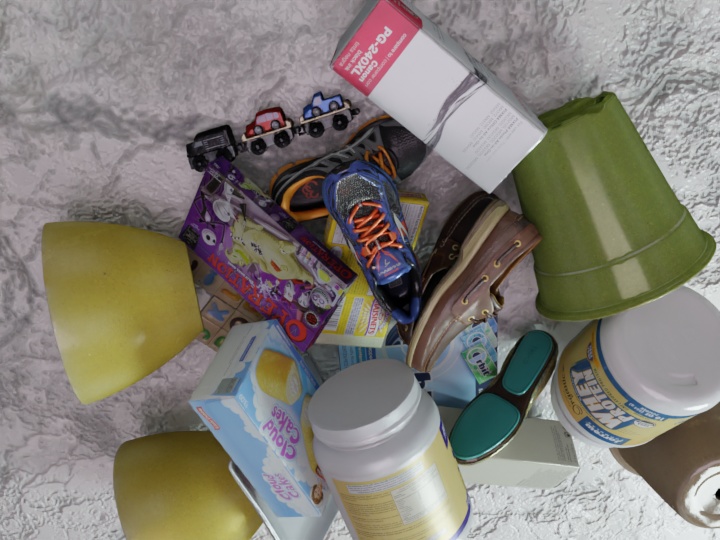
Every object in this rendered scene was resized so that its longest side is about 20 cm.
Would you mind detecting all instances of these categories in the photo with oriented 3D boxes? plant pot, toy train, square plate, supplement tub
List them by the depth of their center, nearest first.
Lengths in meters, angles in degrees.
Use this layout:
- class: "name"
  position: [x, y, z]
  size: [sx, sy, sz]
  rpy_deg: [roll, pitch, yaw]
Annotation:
- class: "plant pot"
  position: [0.246, -0.079, 0.823]
  size: [0.199, 0.200, 0.191]
  rpy_deg: [-24, 103, 10]
- class: "toy train"
  position: [-0.098, -0.155, 0.845]
  size: [0.198, 0.034, 0.046]
  rpy_deg: [-15, 104, 7]
- class: "supplement tub"
  position: [0.032, 0.215, 0.857]
  size: [0.144, 0.146, 0.201]
  rpy_deg: [-18, 114, 7]
- class: "plant pot"
  position: [-0.253, 0.032, 0.857]
  size: [0.141, 0.200, 0.202]
  rpy_deg: [-12, 118, -11]
- class: "supplement tub"
  position: [0.305, 0.114, 0.865]
  size: [0.143, 0.146, 0.200]
  rpy_deg: [6, 153, -5]
- class: "square plate"
  position: [-0.078, 0.239, 0.966]
  size: [0.028, 0.200, 0.199]
  rpy_deg: [-8, 120, 32]
- class: "plant pot"
  position: [0.421, 0.218, 0.971]
  size: [0.198, 0.175, 0.202]
  rpy_deg: [-1, 116, -2]
- class: "plant pot"
  position: [-0.197, 0.283, 0.971]
  size: [0.141, 0.200, 0.201]
  rpy_deg: [-23, 116, 0]

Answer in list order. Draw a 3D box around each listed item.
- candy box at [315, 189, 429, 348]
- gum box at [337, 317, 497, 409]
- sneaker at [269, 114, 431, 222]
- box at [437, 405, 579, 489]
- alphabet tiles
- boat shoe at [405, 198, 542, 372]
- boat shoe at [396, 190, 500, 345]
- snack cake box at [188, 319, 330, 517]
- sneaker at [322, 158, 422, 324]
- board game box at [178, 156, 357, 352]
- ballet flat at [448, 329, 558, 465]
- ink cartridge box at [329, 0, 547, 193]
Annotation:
- class: "candy box"
  position: [0.000, 0.000, 0.861]
  size: [0.101, 0.026, 0.201]
  rpy_deg: [5, 122, -20]
- class: "gum box"
  position: [0.072, 0.110, 0.976]
  size: [0.198, 0.045, 0.171]
  rpy_deg: [-5, 117, 1]
- class: "sneaker"
  position: [-0.008, -0.104, 0.848]
  size: [0.199, 0.077, 0.079]
  rpy_deg: [-26, 113, 9]
- class: "box"
  position: [0.173, 0.231, 0.997]
  size: [0.198, 0.069, 0.082]
  rpy_deg: [11, 140, -19]
- class: "alphabet tiles"
  position: [-0.147, 0.015, 0.942]
  size: [0.167, 0.008, 0.200]
  rpy_deg: [34, 111, -17]
- class: "boat shoe"
  position: [0.115, 0.027, 0.803]
  size: [0.067, 0.072, 0.201]
  rpy_deg: [33, 101, 14]
- class: "boat shoe"
  position: [0.108, 0.002, 0.882]
  size: [0.070, 0.070, 0.201]
  rpy_deg: [27, 94, -3]
- class: "snack cake box"
  position: [-0.094, 0.168, 0.865]
  size: [0.067, 0.115, 0.201]
  rpy_deg: [-10, 125, 29]
- class: "sneaker"
  position: [0.024, -0.026, 0.784]
  size: [0.075, 0.079, 0.201]
  rpy_deg: [-27, 125, 4]
- class: "board game box"
  position: [-0.106, -0.016, 0.845]
  size: [0.200, 0.032, 0.120]
  rpy_deg: [41, 134, 9]
- class: "ballet flat"
  position: [0.179, 0.163, 0.944]
  size: [0.071, 0.071, 0.200]
  rpy_deg: [46, 71, -22]
- class: "ink cartridge box"
  position: [0.075, -0.183, 0.765]
  size: [0.199, 0.146, 0.083]
  rpy_deg: [36, 111, -14]
